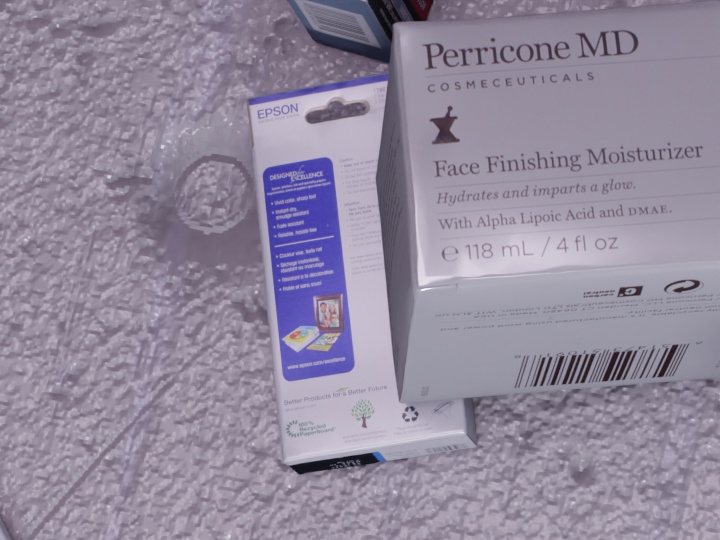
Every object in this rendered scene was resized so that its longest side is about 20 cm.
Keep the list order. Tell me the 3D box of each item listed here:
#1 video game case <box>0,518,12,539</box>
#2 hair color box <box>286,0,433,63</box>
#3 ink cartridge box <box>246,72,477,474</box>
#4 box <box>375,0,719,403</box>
[{"bbox_3d":[-0.278,0.121,1.461,0.143,0.017,0.200,-32,69,2],"label":"video game case"},{"bbox_3d":[0.023,-0.221,1.447,0.060,0.099,0.201,17,79,17],"label":"hair color box"},{"bbox_3d":[0.000,0.000,1.421,0.099,0.039,0.201,-9,74,11],"label":"ink cartridge box"},{"bbox_3d":[0.111,-0.029,1.300,0.198,0.200,0.131,-5,72,-3],"label":"box"}]
